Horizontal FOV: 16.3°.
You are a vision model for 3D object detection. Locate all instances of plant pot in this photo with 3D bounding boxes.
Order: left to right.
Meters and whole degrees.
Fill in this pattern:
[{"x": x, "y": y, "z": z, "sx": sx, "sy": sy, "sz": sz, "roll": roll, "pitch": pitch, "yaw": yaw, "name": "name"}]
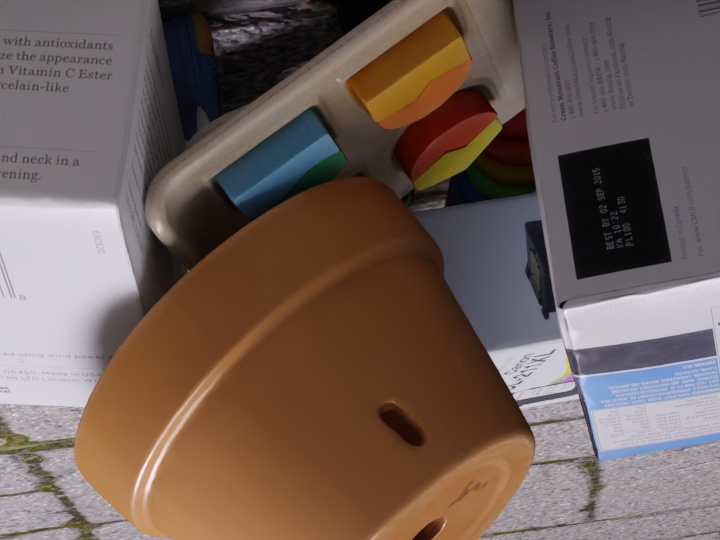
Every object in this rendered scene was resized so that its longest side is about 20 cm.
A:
[{"x": -0.014, "y": 0.077, "z": 1.167, "sx": 0.200, "sy": 0.140, "sz": 0.200, "roll": -37, "pitch": 158, "yaw": -17, "name": "plant pot"}]

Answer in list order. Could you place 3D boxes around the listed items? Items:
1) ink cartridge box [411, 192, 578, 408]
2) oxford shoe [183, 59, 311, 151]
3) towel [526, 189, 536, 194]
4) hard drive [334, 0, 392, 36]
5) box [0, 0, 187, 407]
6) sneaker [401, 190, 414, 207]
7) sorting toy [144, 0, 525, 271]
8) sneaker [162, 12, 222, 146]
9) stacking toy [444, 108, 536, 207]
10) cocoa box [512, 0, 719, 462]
[{"x": 0.104, "y": 0.017, "z": 1.335, "sx": 0.199, "sy": 0.083, "sz": 0.146, "roll": -10, "pitch": 164, "yaw": -20, "name": "ink cartridge box"}, {"x": -0.016, "y": -0.079, "z": 1.248, "sx": 0.199, "sy": 0.058, "sz": 0.075, "roll": -24, "pitch": 145, "yaw": -37, "name": "oxford shoe"}, {"x": 0.174, "y": -0.061, "z": 1.318, "sx": 0.199, "sy": 0.018, "sz": 0.086, "roll": -26, "pitch": 161, "yaw": 36, "name": "towel"}, {"x": 0.084, "y": -0.156, "z": 1.176, "sx": 0.199, "sy": 0.033, "sz": 0.140, "roll": -8, "pitch": 163, "yaw": 3, "name": "hard drive"}, {"x": -0.187, "y": -0.036, "z": 1.166, "sx": 0.198, "sy": 0.131, "sz": 0.200, "roll": 2, "pitch": 150, "yaw": 5, "name": "box"}, {"x": -0.058, "y": -0.030, "z": 1.470, "sx": 0.199, "sy": 0.073, "sz": 0.077, "roll": -20, "pitch": 147, "yaw": 25, "name": "sneaker"}, {"x": 0.002, "y": -0.058, "z": 1.174, "sx": 0.200, "sy": 0.037, "sz": 0.185, "roll": -40, "pitch": 160, "yaw": -1, "name": "sorting toy"}, {"x": -0.128, "y": -0.072, "z": 1.289, "sx": 0.088, "sy": 0.076, "sz": 0.200, "roll": -1, "pitch": 161, "yaw": -19, "name": "sneaker"}, {"x": 0.086, "y": -0.068, "z": 1.404, "sx": 0.085, "sy": 0.086, "sz": 0.200, "roll": -8, "pitch": 157, "yaw": 1, "name": "stacking toy"}, {"x": 0.149, "y": -0.037, "z": 1.141, "sx": 0.133, "sy": 0.201, "sz": 0.132, "roll": -11, "pitch": 142, "yaw": 7, "name": "cocoa box"}]
